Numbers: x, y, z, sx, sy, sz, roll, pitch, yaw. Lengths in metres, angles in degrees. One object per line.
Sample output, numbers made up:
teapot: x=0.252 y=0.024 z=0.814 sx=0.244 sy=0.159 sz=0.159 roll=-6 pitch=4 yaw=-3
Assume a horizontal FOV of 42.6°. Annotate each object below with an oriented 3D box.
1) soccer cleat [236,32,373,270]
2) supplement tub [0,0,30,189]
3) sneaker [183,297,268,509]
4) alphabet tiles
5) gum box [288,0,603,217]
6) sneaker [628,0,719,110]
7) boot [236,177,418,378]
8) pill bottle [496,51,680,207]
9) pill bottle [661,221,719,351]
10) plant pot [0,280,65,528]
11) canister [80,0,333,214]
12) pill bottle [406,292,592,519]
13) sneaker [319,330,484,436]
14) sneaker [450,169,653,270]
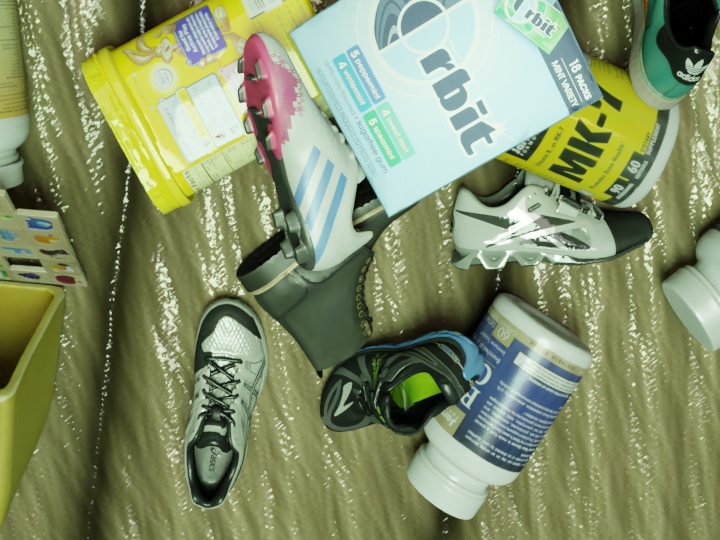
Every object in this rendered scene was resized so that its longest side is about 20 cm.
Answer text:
soccer cleat: x=-0.043 y=-0.102 z=0.770 sx=0.085 sy=0.070 sz=0.204 roll=-21 pitch=111 yaw=-22
supplement tub: x=-0.350 y=-0.169 z=0.757 sx=0.141 sy=0.145 sz=0.205 roll=-2 pitch=105 yaw=-5
sneaker: x=-0.130 y=0.131 z=0.886 sx=0.074 sy=0.088 sz=0.205 roll=5 pitch=103 yaw=-4
alphabet tiles: x=-0.329 y=-0.028 z=0.784 sx=0.163 sy=0.201 sz=0.008 roll=5 pitch=69 yaw=-6
gum box: x=0.068 y=-0.167 z=0.744 sx=0.197 sy=0.045 sz=0.172 roll=-27 pitch=102 yaw=13
sneaker: x=0.273 y=-0.244 z=0.789 sx=0.070 sy=0.080 sz=0.205 roll=8 pitch=70 yaw=-16
boot: x=0.000 y=0.000 z=0.878 sx=0.198 sy=0.078 sz=0.139 roll=-30 pitch=111 yaw=14
pill bottle: x=0.172 y=-0.143 z=0.829 sx=0.196 sy=0.114 sz=0.116 roll=19 pitch=102 yaw=-9
pill bottle: x=0.394 y=-0.013 z=0.884 sx=0.198 sy=0.111 sz=0.112 roll=-36 pitch=105 yaw=4
plant pot: x=-0.379 y=0.137 z=0.819 sx=0.190 sy=0.196 sz=0.204 roll=6 pitch=115 yaw=-7
canister: x=-0.120 y=-0.163 z=0.811 sx=0.197 sy=0.087 sz=0.151 roll=-28 pitch=106 yaw=1
pill bottle: x=0.128 y=0.134 z=0.897 sx=0.110 sy=0.111 sz=0.202 roll=29 pitch=100 yaw=-12
sneaker: x=0.026 y=0.114 z=0.868 sx=0.198 sy=0.083 sz=0.071 roll=-23 pitch=109 yaw=41
sneaker: x=0.182 y=-0.054 z=0.872 sx=0.195 sy=0.074 sz=0.091 roll=-5 pitch=107 yaw=-4
